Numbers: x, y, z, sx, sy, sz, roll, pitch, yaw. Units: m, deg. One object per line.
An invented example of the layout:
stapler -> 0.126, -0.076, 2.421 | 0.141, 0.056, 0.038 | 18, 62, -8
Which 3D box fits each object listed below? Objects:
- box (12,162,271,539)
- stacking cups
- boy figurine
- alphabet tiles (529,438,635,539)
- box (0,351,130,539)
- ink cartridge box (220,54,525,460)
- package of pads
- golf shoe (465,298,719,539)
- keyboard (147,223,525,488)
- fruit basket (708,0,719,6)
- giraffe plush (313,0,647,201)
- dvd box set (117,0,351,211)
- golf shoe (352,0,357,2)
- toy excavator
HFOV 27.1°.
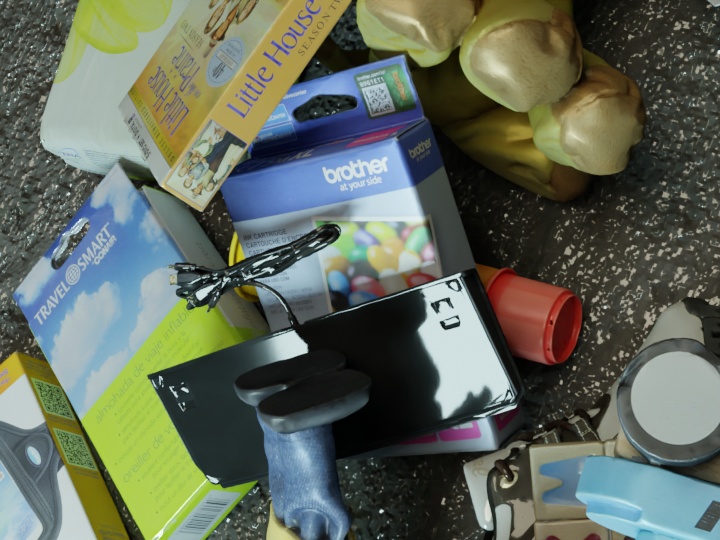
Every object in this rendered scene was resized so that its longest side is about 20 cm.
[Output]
box -> -0.120, 0.047, 0.883 | 0.122, 0.048, 0.200 | -48, 57, 18
stacking cups -> 0.023, 0.005, 0.814 | 0.199, 0.060, 0.061 | 11, 80, 31
boy figurine -> -0.012, 0.146, 0.730 | 0.124, 0.064, 0.201 | -152, 48, -66
alphabet tiles -> 0.164, 0.171, 0.653 | 0.166, 0.008, 0.202 | -5, 91, 10
box -> -0.206, 0.163, 0.907 | 0.119, 0.041, 0.201 | -40, 57, 13
ink cartridge box -> 0.000, 0.000, 0.769 | 0.119, 0.042, 0.201 | -9, 105, 35
package of pads -> -0.108, -0.153, 0.937 | 0.154, 0.068, 0.201 | 9, 78, 31
golf shoe -> 0.102, 0.094, 0.706 | 0.094, 0.078, 0.201 | 27, 86, 5
keyboard -> -0.025, 0.036, 0.755 | 0.199, 0.021, 0.128 | -19, 106, 28
fruit basket -> 0.230, -0.186, 0.689 | 0.185, 0.094, 0.200 | -37, 16, 14
giraffe plush -> 0.085, -0.148, 0.795 | 0.163, 0.172, 0.200 | -58, 21, -11
dvd box set -> -0.050, -0.139, 0.772 | 0.200, 0.029, 0.146 | -53, 26, 8
golf shoe -> 0.003, -0.182, 0.863 | 0.201, 0.094, 0.078 | -59, 32, -6
toy excavator -> 0.166, 0.149, 0.576 | 0.193, 0.100, 0.201 | 16, 81, 15
